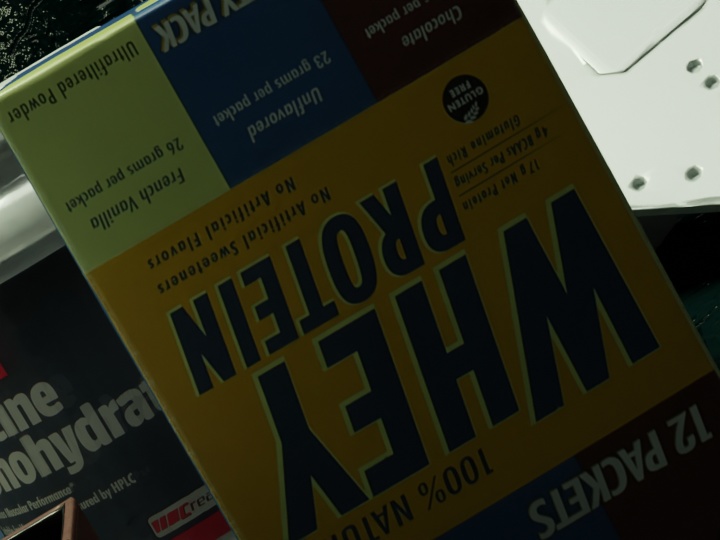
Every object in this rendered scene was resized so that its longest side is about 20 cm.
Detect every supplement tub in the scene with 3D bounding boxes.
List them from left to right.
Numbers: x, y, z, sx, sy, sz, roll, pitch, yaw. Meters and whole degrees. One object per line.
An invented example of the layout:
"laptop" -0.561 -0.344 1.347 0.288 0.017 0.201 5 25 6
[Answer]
"supplement tub" -0.099 0.025 0.918 0.140 0.201 0.140 -30 8 5

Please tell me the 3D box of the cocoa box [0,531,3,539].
"cocoa box" -0.228 0.088 1.230 0.199 0.132 0.133 -32 8 -13

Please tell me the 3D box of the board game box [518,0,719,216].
"board game box" 0.110 -0.101 0.978 0.199 0.026 0.201 -3 57 27

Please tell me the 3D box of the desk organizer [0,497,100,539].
"desk organizer" -0.153 0.158 0.749 0.199 0.077 0.072 -31 8 -2

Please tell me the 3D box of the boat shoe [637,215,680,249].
"boat shoe" 0.051 -0.004 1.007 0.199 0.071 0.072 -34 9 -22

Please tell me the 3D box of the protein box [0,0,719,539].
"protein box" 0.000 0.000 0.719 0.134 0.201 0.199 -30 8 -2
